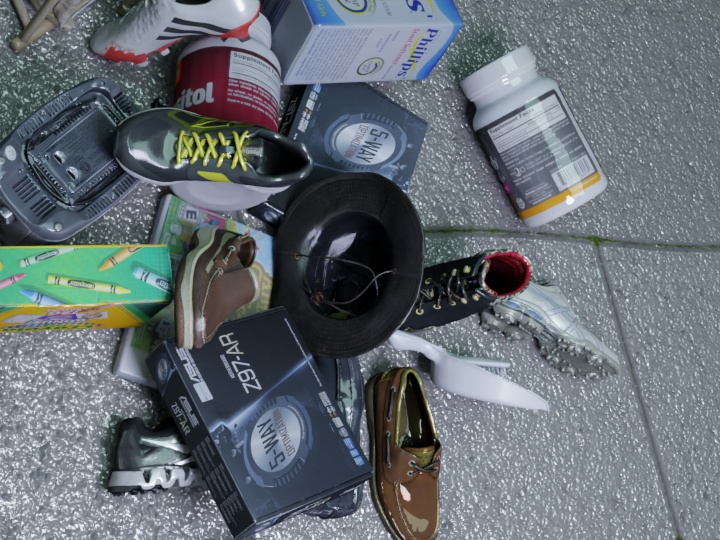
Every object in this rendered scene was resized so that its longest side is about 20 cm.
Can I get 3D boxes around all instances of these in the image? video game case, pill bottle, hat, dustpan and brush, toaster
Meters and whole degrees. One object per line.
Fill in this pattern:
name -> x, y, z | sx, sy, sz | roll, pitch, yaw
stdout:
video game case -> -0.150, 0.042, 1.388 | 0.181, 0.022, 0.201 | 23, 66, -25
pill bottle -> -0.141, -0.174, 1.390 | 0.113, 0.113, 0.201 | 15, 61, -27
hat -> 0.000, 0.000, 1.401 | 0.081, 0.200, 0.202 | 25, 61, -58
dustpan and brush -> 0.103, 0.104, 1.460 | 0.199, 0.139, 0.058 | 10, 95, -24
toaster -> -0.285, -0.101, 1.279 | 0.114, 0.129, 0.200 | 50, 58, -12
pill bottle -> 0.208, -0.163, 1.606 | 0.116, 0.116, 0.201 | -30, 93, -33

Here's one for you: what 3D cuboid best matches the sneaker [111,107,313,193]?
sneaker -> -0.134, -0.118, 1.248 | 0.199, 0.085, 0.075 | 3, 86, -31

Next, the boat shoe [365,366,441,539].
boat shoe -> 0.052, 0.205, 1.440 | 0.072, 0.068, 0.201 | -9, 82, -33

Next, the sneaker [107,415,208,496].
sneaker -> -0.156, 0.176, 1.322 | 0.199, 0.066, 0.091 | 2, 78, -29

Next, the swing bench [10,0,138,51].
swing bench -> -0.255, -0.333, 1.318 | 0.199, 0.199, 0.130 | -23, 90, -33

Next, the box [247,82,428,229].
box -> -0.022, -0.118, 1.495 | 0.160, 0.043, 0.201 | 29, 64, -21

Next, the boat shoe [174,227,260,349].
boat shoe -> -0.135, 0.010, 1.282 | 0.074, 0.203, 0.075 | 2, 119, 0

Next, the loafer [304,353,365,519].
loafer -> -0.037, 0.161, 1.398 | 0.070, 0.068, 0.202 | 6, 78, -38

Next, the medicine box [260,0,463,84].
medicine box -> -0.015, -0.314, 1.487 | 0.199, 0.103, 0.183 | -8, 63, -32

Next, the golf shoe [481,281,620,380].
golf shoe -> 0.241, 0.060, 1.595 | 0.200, 0.078, 0.098 | 32, 57, -22

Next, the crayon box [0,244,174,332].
crayon box -> -0.289, 0.018, 1.240 | 0.199, 0.119, 0.059 | -2, 77, -25

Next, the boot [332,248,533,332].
boot -> 0.075, 0.025, 1.451 | 0.203, 0.154, 0.074 | -11, 82, -32

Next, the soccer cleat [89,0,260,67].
soccer cleat -> -0.197, -0.264, 1.344 | 0.085, 0.199, 0.069 | 59, 35, -44

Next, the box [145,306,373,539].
box -> -0.098, 0.145, 1.301 | 0.160, 0.044, 0.201 | -14, 68, -43
